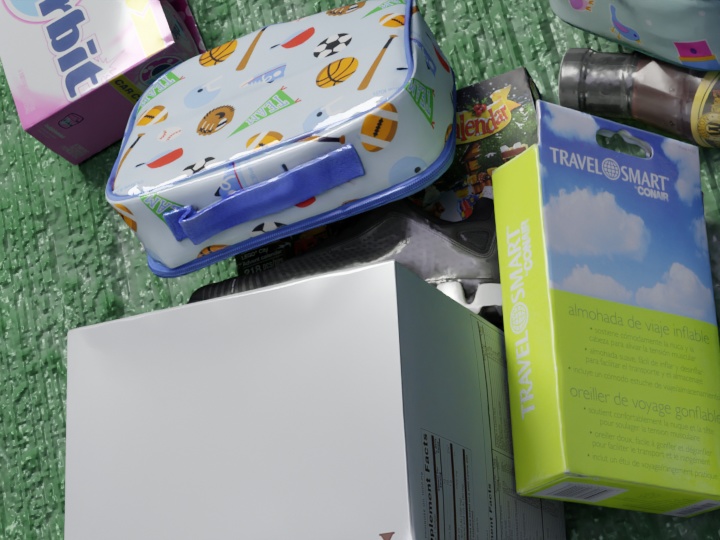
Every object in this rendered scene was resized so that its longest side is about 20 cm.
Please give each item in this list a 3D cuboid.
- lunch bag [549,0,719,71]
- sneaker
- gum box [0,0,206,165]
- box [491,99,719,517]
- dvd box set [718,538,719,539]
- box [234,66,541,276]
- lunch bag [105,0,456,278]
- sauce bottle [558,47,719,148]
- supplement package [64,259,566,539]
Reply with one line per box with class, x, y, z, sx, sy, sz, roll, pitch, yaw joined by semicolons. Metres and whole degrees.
lunch bag;0.193;-0.206;0.931;0.160;0.077;0.200;30;67;37
sneaker;0.000;0.000;0.936;0.199;0.066;0.091;-4;69;16
gum box;-0.184;-0.186;1.110;0.113;0.066;0.201;-28;64;12
box;0.132;0.021;0.883;0.048;0.121;0.201;-30;55;50
dvd box set;0.265;0.182;0.829;0.199;0.029;0.147;30;85;27
box;0.023;-0.021;0.989;0.199;0.038;0.137;-19;67;15
lunch bag;-0.045;-0.073;0.941;0.199;0.076;0.161;-21;32;15
sauce bottle;0.209;-0.097;0.928;0.199;0.066;0.066;4;74;25
supplement package;-0.018;0.106;0.862;0.190;0.200;0.148;-12;69;24
